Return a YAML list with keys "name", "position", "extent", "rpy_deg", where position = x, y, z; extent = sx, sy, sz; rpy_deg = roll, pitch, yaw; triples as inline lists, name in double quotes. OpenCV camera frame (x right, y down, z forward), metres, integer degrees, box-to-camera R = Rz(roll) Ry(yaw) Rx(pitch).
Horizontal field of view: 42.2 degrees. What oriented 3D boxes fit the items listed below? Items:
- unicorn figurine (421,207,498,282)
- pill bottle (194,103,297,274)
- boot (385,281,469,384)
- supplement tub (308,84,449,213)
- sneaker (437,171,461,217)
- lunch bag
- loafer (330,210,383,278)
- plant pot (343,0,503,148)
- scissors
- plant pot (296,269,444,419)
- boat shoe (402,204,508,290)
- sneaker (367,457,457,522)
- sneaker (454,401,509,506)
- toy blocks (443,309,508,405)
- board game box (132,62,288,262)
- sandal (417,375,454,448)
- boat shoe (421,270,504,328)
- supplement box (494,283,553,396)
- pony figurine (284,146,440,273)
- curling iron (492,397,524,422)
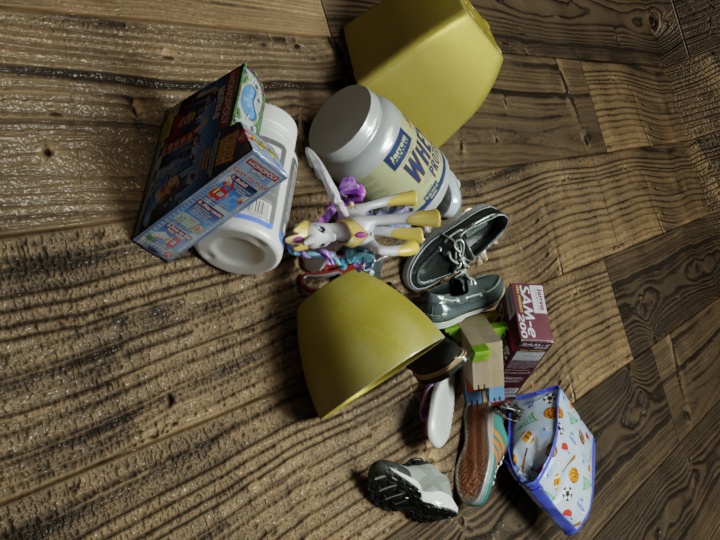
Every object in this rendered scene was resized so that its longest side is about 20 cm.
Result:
- name: "unicorn figurine"
  position: [0.150, -0.057, 1.606]
  extent: [0.199, 0.073, 0.139]
  rpy_deg: [-24, 87, -52]
- name: "pill bottle"
  position: [-0.141, -0.108, 1.195]
  extent: [0.113, 0.113, 0.203]
  rpy_deg: [37, 48, -39]
- name: "boot"
  position: [0.075, 0.084, 1.371]
  extent: [0.077, 0.200, 0.139]
  rpy_deg: [-34, 102, -16]
- name: "supplement tub"
  position: [0.029, -0.174, 1.425]
  extent: [0.199, 0.144, 0.147]
  rpy_deg: [37, 48, -39]
- name: "sneaker"
  position: [0.134, -0.141, 1.535]
  extent: [0.070, 0.074, 0.201]
  rpy_deg: [13, 23, -22]
- name: "lunch bag"
  position: [0.334, 0.339, 1.646]
  extent: [0.170, 0.123, 0.202]
  rpy_deg: [49, 34, -31]
- name: "loafer"
  position: [0.000, 0.000, 1.377]
  extent: [0.068, 0.070, 0.204]
  rpy_deg: [13, 66, -51]
- name: "plant pot"
  position: [0.114, -0.351, 1.521]
  extent: [0.195, 0.199, 0.196]
  rpy_deg: [39, 26, -36]
- name: "scissors"
  position: [0.006, -0.007, 1.341]
  extent: [0.197, 0.014, 0.074]
  rpy_deg: [-5, 64, -15]
- name: "plant pot"
  position: [-0.006, 0.084, 1.251]
  extent: [0.199, 0.199, 0.143]
  rpy_deg: [-22, 76, -54]
- name: "boat shoe"
  position: [0.158, -0.032, 1.522]
  extent: [0.198, 0.068, 0.074]
  rpy_deg: [-33, 116, -12]
- name: "sneaker"
  position: [0.071, 0.307, 1.354]
  extent: [0.200, 0.073, 0.080]
  rpy_deg: [38, 38, -47]
- name: "sneaker"
  position: [0.209, 0.302, 1.533]
  extent: [0.080, 0.071, 0.202]
  rpy_deg: [41, 44, -30]
- name: "toy blocks"
  position: [0.190, 0.153, 1.521]
  extent: [0.200, 0.098, 0.139]
  rpy_deg: [-113, -164, -70]
- name: "board game box"
  position: [-0.165, -0.134, 1.098]
  extent: [0.061, 0.198, 0.203]
  rpy_deg: [35, 50, -39]
- name: "sandal"
  position: [0.116, 0.208, 1.471]
  extent: [0.203, 0.049, 0.083]
  rpy_deg: [-66, 144, -59]
- name: "boat shoe"
  position: [0.174, 0.035, 1.551]
  extent: [0.199, 0.072, 0.063]
  rpy_deg: [-24, 118, -40]
- name: "supplement box"
  position: [0.253, 0.119, 1.555]
  extent: [0.060, 0.201, 0.110]
  rpy_deg: [2, 56, -11]
- name: "pony figurine"
  position: [-0.014, -0.067, 1.232]
  extent: [0.193, 0.197, 0.169]
  rpy_deg: [-126, -146, -66]
- name: "curling iron"
  position: [0.250, 0.230, 1.566]
  extent: [0.200, 0.049, 0.026]
  rpy_deg: [19, 92, -78]
